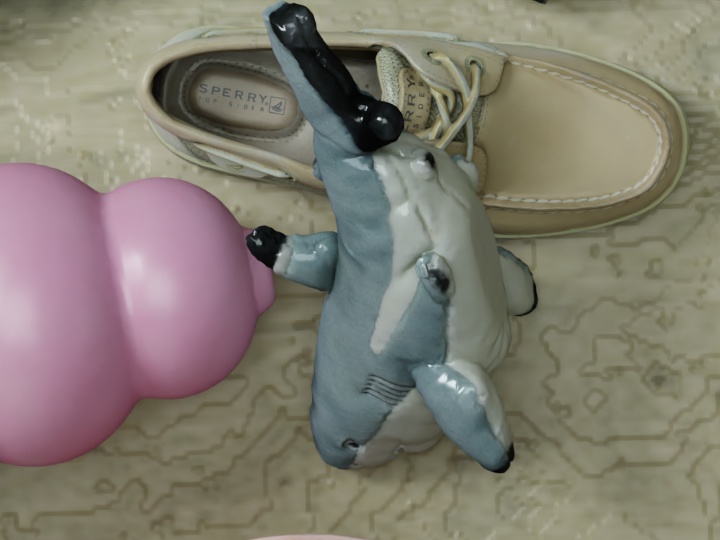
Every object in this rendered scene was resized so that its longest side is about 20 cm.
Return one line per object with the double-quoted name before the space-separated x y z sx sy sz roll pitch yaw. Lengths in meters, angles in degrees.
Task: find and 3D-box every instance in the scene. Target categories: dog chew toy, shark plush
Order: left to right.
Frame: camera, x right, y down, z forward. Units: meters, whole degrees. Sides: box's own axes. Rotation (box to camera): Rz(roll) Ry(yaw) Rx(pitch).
"dog chew toy" -0.129 0.017 1.024 0.199 0.125 0.125 -11 90 -5
"shark plush" 0.000 0.000 0.991 0.083 0.200 0.091 -4 55 16

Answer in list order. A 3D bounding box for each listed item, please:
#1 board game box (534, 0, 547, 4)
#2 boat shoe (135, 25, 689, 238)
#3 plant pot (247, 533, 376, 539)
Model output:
"board game box" -0.013 -0.171 1.007 0.199 0.135 0.028 20 63 3
"boat shoe" 0.018 -0.052 1.038 0.199 0.065 0.073 9 91 3
"plant pot" -0.008 0.178 0.978 0.200 0.195 0.202 0 91 4
